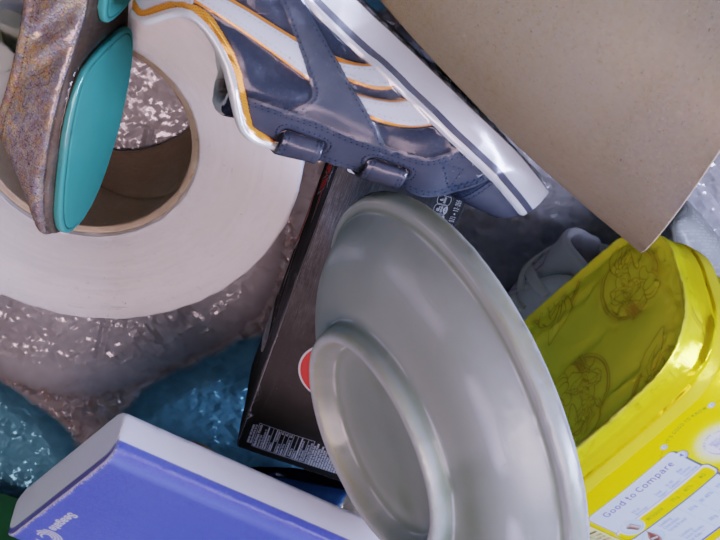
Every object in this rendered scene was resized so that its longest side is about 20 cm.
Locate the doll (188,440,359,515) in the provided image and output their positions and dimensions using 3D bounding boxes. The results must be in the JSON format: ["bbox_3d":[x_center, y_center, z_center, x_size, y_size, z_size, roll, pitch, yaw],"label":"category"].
[{"bbox_3d":[-0.013,0.129,1.388,0.199,0.049,0.136,23,166,-18],"label":"doll"}]

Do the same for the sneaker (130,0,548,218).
[{"bbox_3d":[-0.011,-0.077,1.187,0.200,0.078,0.079,41,95,-16],"label":"sneaker"}]

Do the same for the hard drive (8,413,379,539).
[{"bbox_3d":[-0.054,0.137,1.341,0.199,0.026,0.132,25,148,-19],"label":"hard drive"}]

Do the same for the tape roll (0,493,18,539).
[{"bbox_3d":[-0.211,0.206,1.491,0.199,0.048,0.201,6,127,8],"label":"tape roll"}]

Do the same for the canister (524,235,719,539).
[{"bbox_3d":[0.164,0.080,1.278,0.199,0.087,0.148,26,125,-33],"label":"canister"}]

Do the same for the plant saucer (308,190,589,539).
[{"bbox_3d":[0.024,0.067,1.200,0.050,0.200,0.201,-23,127,-21],"label":"plant saucer"}]

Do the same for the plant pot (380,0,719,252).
[{"bbox_3d":[0.084,-0.141,1.158,0.199,0.187,0.188,33,123,1],"label":"plant pot"}]

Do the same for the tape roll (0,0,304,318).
[{"bbox_3d":[-0.121,-0.079,1.276,0.201,0.071,0.203,4,125,5],"label":"tape roll"}]

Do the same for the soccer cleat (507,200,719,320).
[{"bbox_3d":[0.086,0.026,1.328,0.199,0.070,0.087,-23,116,14],"label":"soccer cleat"}]

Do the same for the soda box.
[{"bbox_3d":[0.000,0.000,1.314,0.063,0.071,0.201,17,125,-6],"label":"soda box"}]

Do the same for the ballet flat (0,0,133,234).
[{"bbox_3d":[-0.128,-0.111,1.183,0.067,0.068,0.201,25,121,13],"label":"ballet flat"}]
